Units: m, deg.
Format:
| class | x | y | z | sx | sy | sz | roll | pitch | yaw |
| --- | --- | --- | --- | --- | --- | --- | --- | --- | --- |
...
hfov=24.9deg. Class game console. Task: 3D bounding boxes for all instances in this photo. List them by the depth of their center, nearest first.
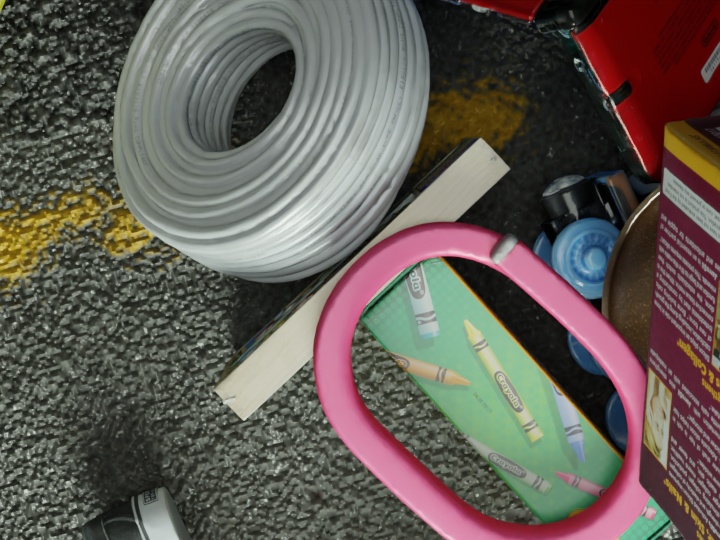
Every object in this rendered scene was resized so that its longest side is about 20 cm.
| class | x | y | z | sx | sy | sz | roll | pitch | yaw |
| --- | --- | --- | --- | --- | --- | --- | --- | --- | --- |
| game console | 0.128 | -0.163 | 0.920 | 0.172 | 0.119 | 0.200 | 57 | 50 | -25 |

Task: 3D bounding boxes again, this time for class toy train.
| class | x | y | z | sx | sy | sz | roll | pitch | yaw |
| --- | --- | --- | --- | --- | --- | --- | --- | --- | --- |
| toy train | 0.180 | 0.026 | 0.952 | 0.114 | 0.087 | 0.200 | -25 | 93 | -4 |

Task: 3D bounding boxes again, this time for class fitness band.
| class | x | y | z | sx | sy | sz | roll | pitch | yaw |
| --- | --- | --- | --- | --- | --- | --- | --- | --- | --- |
| fitness band | 0.068 | 0.066 | 0.855 | 0.200 | 0.037 | 0.144 | 43 | 93 | -5 |

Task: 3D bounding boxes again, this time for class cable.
| class | x | y | z | sx | sy | sz | roll | pitch | yaw |
| --- | --- | --- | --- | --- | --- | --- | --- | --- | --- |
| cable | -0.052 | -0.095 | 0.913 | 0.200 | 0.069 | 0.200 | 40 | 99 | 40 |

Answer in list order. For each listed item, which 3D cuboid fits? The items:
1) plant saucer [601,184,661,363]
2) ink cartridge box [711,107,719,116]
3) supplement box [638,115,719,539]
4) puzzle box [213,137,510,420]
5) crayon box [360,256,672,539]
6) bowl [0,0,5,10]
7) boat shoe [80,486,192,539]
| class | x | y | z | sx | sy | sz | roll | pitch | yaw |
| --- | --- | --- | --- | --- | --- | --- | --- | --- | --- |
| plant saucer | 0.225 | 0.030 | 0.850 | 0.200 | 0.037 | 0.201 | 14 | 118 | 29 |
| ink cartridge box | 0.283 | -0.022 | 0.913 | 0.084 | 0.146 | 0.200 | -30 | 92 | 1 |
| supplement box | 0.196 | 0.037 | 0.766 | 0.086 | 0.110 | 0.200 | -5 | 114 | -12 |
| puzzle box | 0.000 | 0.000 | 0.929 | 0.200 | 0.133 | 0.025 | -43 | 94 | 3 |
| crayon box | 0.086 | 0.077 | 0.937 | 0.058 | 0.119 | 0.200 | -42 | 91 | 3 |
| bowl | -0.295 | -0.174 | 0.933 | 0.200 | 0.108 | 0.200 | 2 | 75 | -9 |
| boat shoe | -0.108 | 0.233 | 0.972 | 0.068 | 0.074 | 0.199 | -24 | 91 | -2 |
